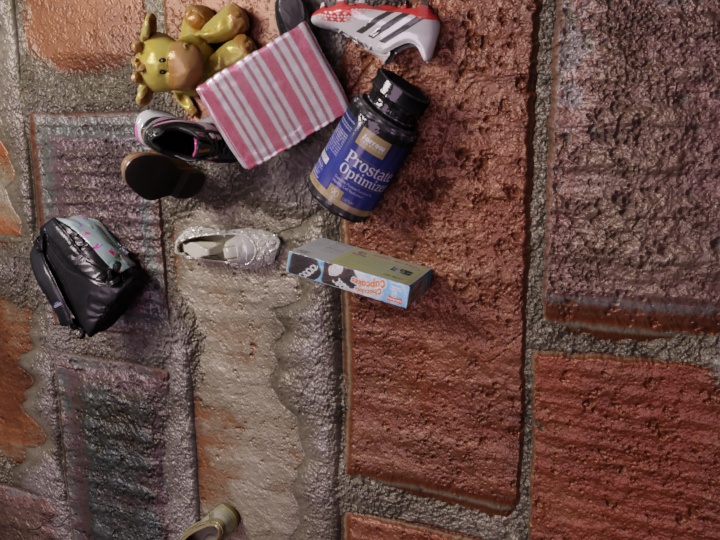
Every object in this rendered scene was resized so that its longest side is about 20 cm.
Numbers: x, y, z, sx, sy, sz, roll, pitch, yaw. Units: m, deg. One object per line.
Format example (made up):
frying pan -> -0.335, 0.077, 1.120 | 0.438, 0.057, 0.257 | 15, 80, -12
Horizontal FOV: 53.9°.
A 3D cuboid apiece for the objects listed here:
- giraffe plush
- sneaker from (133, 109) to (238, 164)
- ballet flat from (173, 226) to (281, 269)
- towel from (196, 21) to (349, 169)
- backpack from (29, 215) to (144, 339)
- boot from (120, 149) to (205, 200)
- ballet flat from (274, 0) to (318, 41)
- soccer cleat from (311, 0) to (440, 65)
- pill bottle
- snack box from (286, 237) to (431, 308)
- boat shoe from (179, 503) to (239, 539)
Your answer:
giraffe plush -> -0.272, -0.324, 1.090 | 0.195, 0.162, 0.177 | -12, 98, 24
sneaker -> -0.246, -0.195, 1.101 | 0.086, 0.195, 0.082 | 46, 133, 52
ballet flat -> -0.230, -0.034, 1.194 | 0.195, 0.072, 0.074 | 3, 103, 22
towel -> -0.129, -0.258, 1.061 | 0.197, 0.030, 0.148 | -27, 114, 10
backpack -> -0.498, -0.003, 1.285 | 0.200, 0.126, 0.167 | 46, 103, 8
boot -> -0.331, -0.162, 1.135 | 0.075, 0.200, 0.074 | 40, 100, 12
ballet flat -> -0.085, -0.323, 1.082 | 0.065, 0.057, 0.205 | -10, 105, 2
soccer cleat -> 0.018, -0.340, 1.016 | 0.195, 0.068, 0.088 | 8, 101, 17
pill bottle -> 0.012, -0.181, 1.028 | 0.111, 0.112, 0.202 | 38, 114, 11
snack box -> 0.000, 0.000, 1.073 | 0.195, 0.116, 0.038 | 16, 109, 19
boat shoe -> -0.309, 0.524, 1.357 | 0.200, 0.063, 0.074 | -43, 84, 25
